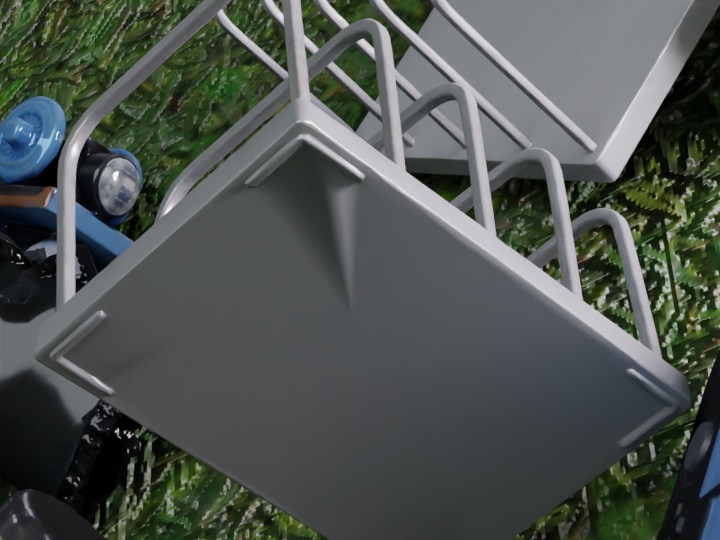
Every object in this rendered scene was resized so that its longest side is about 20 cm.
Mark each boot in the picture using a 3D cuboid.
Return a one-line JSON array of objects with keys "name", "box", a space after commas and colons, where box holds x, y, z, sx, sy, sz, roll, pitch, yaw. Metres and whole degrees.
[{"name": "boot", "box": [-0.186, 0.068, 1.140, 0.162, 0.073, 0.199, 26, 83, 15]}]

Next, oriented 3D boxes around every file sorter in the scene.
[{"name": "file sorter", "box": [0.045, -0.132, 1.073, 0.139, 0.124, 0.200, -57, 27, -15]}, {"name": "file sorter", "box": [0.000, 0.000, 0.946, 0.139, 0.200, 0.125, -39, 33, 26]}]

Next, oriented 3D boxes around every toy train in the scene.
[{"name": "toy train", "box": [-0.193, -0.023, 1.260, 0.199, 0.087, 0.115, 5, 70, 42]}]

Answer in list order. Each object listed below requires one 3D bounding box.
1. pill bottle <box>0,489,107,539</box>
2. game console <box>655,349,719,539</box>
[{"name": "pill bottle", "box": [-0.168, 0.195, 1.021, 0.200, 0.112, 0.112, -44, 39, 1]}, {"name": "game console", "box": [0.140, 0.064, 0.835, 0.177, 0.031, 0.200, -64, 3, -23]}]
